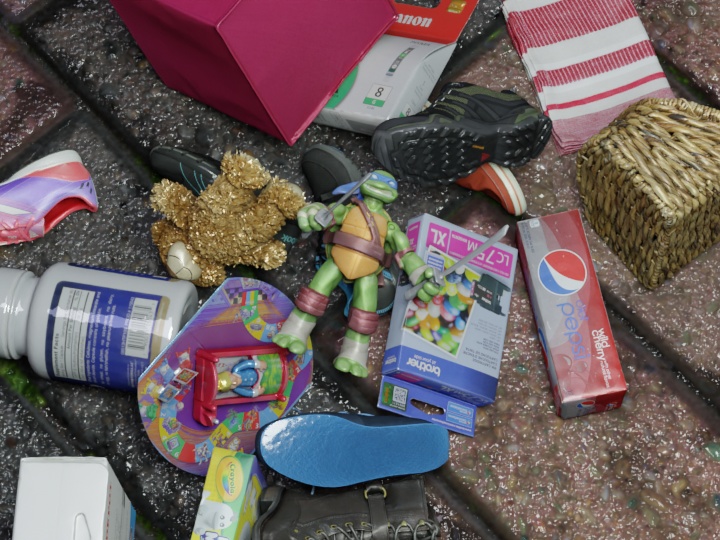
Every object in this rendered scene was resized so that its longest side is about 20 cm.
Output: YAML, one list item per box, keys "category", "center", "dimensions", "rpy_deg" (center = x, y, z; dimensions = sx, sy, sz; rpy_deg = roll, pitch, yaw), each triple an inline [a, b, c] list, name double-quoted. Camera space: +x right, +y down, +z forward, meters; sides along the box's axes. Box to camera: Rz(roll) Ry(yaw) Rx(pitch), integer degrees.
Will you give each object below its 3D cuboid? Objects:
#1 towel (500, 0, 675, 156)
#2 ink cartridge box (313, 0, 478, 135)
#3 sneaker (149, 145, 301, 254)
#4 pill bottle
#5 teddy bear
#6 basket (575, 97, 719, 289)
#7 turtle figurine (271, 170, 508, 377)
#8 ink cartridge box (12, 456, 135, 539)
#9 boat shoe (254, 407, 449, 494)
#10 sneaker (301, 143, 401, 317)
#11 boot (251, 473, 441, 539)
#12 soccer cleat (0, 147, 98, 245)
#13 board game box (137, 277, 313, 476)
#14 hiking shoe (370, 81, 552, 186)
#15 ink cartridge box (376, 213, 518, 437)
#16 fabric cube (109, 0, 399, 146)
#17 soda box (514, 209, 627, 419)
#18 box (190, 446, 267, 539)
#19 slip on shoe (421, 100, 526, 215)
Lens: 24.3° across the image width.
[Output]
- category: "towel"
  center: [0.250, -0.232, 1.825]
  dimensions: [0.143, 0.023, 0.201]
  rpy_deg: [-17, 69, -6]
- category: "ink cartridge box"
  center: [0.019, -0.241, 1.788]
  dimensions: [0.160, 0.050, 0.201]
  rpy_deg: [15, 70, 36]
- category: "sneaker"
  center: [-0.148, -0.070, 1.743]
  dimensions: [0.199, 0.075, 0.080]
  rpy_deg: [27, 99, 26]
- category: "pill bottle"
  center: [-0.271, 0.055, 1.673]
  dimensions: [0.199, 0.120, 0.120]
  rpy_deg: [9, 69, 5]
- category: "teddy bear"
  center: [-0.137, -0.044, 1.654]
  dimensions: [0.199, 0.145, 0.067]
  rpy_deg: [-20, 45, 30]
- category: "basket"
  center: [0.312, -0.101, 1.677]
  dimensions: [0.149, 0.200, 0.143]
  rpy_deg: [-36, 70, -10]
- category: "turtle figurine"
  center: [0.000, 0.000, 1.597]
  dimensions: [0.200, 0.143, 0.195]
  rpy_deg: [24, 94, 48]
- category: "ink cartridge box"
  center: [-0.264, 0.268, 1.545]
  dimensions: [0.085, 0.200, 0.147]
  rpy_deg: [1, 68, 2]
- category: "boat shoe"
  center: [-0.013, 0.177, 1.621]
  dimensions: [0.199, 0.069, 0.085]
  rpy_deg: [9, 87, -23]
- category: "sneaker"
  center: [-0.018, -0.042, 1.725]
  dimensions: [0.082, 0.073, 0.201]
  rpy_deg: [-24, 69, -17]
- category: "boot"
  center: [-0.011, 0.250, 1.574]
  dimensions: [0.173, 0.070, 0.200]
  rpy_deg: [-4, 26, 4]
- category: "soccer cleat"
  center: [-0.372, -0.055, 1.750]
  dimensions: [0.199, 0.068, 0.073]
  rpy_deg: [-28, 75, -12]
- category: "board game box"
  center: [-0.119, 0.111, 1.634]
  dimensions: [0.200, 0.158, 0.039]
  rpy_deg: [-49, 33, -16]
- category: "hiking shoe"
  center: [0.090, -0.144, 1.689]
  dimensions: [0.199, 0.076, 0.101]
  rpy_deg: [-7, 38, -27]
- category: "ink cartridge box"
  center: [0.089, 0.055, 1.678]
  dimensions: [0.119, 0.042, 0.201]
  rpy_deg: [20, 71, -24]
- category: "fabric cube"
  center: [-0.116, -0.288, 1.731]
  dimensions: [0.199, 0.196, 0.200]
  rpy_deg: [27, 70, 37]
- category: "soda box"
  center: [0.212, 0.044, 1.694]
  dimensions: [0.070, 0.063, 0.201]
  rpy_deg: [-11, 69, -2]
- category: "box"
  center: [-0.136, 0.281, 1.582]
  dimensions: [0.048, 0.117, 0.201]
  rpy_deg: [12, 70, 8]
- category: "slip on shoe"
  center: [0.095, -0.116, 1.759]
  dimensions: [0.200, 0.074, 0.061]
  rpy_deg: [40, 80, 21]
